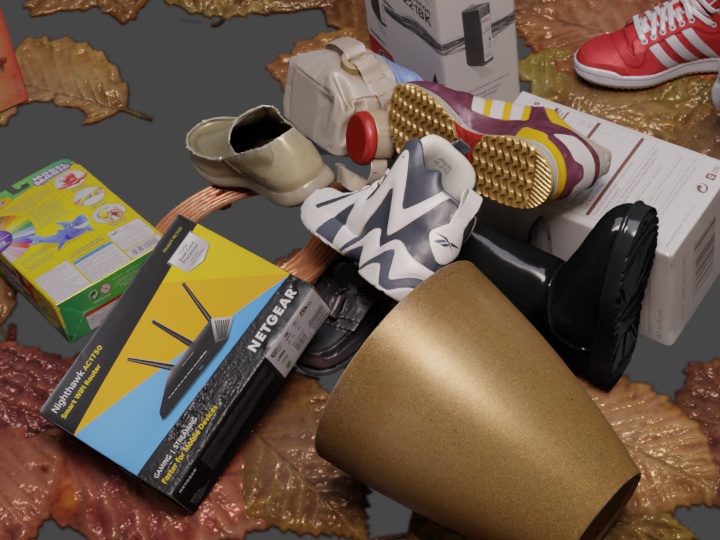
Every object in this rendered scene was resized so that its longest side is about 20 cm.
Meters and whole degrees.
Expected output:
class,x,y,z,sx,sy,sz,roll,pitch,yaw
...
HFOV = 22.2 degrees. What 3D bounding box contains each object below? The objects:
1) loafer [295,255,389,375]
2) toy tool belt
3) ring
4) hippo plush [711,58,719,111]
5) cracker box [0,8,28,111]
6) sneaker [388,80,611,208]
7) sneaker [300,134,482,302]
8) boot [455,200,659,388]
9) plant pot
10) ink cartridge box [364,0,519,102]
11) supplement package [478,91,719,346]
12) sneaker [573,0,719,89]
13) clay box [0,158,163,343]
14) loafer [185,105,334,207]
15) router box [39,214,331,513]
class,x,y,z,sx,sy,sz,roll,pitch,yaw
loafer,0.000,0.000,1.546,0.072,0.063,0.200,20,53,24
toy tool belt,0.019,-0.141,1.629,0.123,0.125,0.200,-3,20,-25
ring,-0.098,-0.023,1.588,0.200,0.019,0.200,-13,36,10
hippo plush,0.391,-0.100,1.560,0.200,0.159,0.161,0,77,28
cracker box,-0.427,-0.186,1.731,0.200,0.134,0.058,-25,50,-14
sneaker,0.108,-0.104,1.474,0.090,0.075,0.200,-15,33,-38
sneaker,0.034,-0.056,1.448,0.130,0.079,0.199,-54,25,4
boot,0.143,-0.001,1.444,0.162,0.198,0.073,26,52,20
plant pot,0.102,0.124,1.358,0.200,0.186,0.186,37,60,19
ink cartridge box,0.070,-0.241,1.666,0.084,0.200,0.144,-27,49,-17
supplement package,0.194,-0.045,1.524,0.200,0.117,0.117,22,56,26
sneaker,0.295,-0.233,1.688,0.200,0.113,0.071,-8,46,1
clay box,-0.255,-0.023,1.600,0.115,0.048,0.200,-31,39,-19
loafer,-0.094,-0.112,1.622,0.076,0.068,0.200,-34,30,-25
router box,-0.140,0.073,1.466,0.149,0.051,0.200,27,76,29
